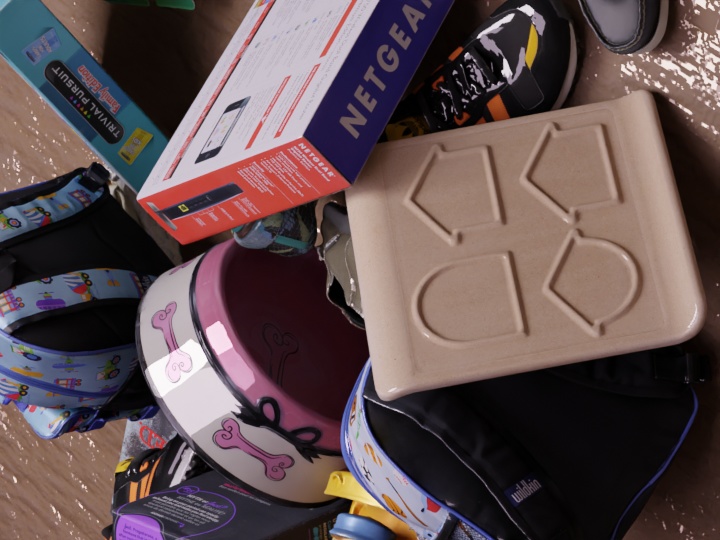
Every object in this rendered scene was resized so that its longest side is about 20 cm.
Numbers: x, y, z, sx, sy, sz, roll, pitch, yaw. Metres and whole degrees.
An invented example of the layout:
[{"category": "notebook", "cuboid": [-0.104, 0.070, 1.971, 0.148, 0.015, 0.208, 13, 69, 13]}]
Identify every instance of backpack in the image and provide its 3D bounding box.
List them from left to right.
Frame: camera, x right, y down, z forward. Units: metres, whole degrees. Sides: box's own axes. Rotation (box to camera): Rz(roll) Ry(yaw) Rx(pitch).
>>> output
[{"category": "backpack", "cuboid": [-0.226, 0.029, 1.760, 0.183, 0.200, 0.135, 46, 122, 21]}, {"category": "backpack", "cuboid": [0.088, 0.097, 1.547, 0.190, 0.200, 0.154, 38, 152, -2]}]

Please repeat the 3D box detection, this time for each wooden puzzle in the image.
[{"category": "wooden puzzle", "cuboid": [0.097, -0.011, 1.500, 0.046, 0.199, 0.186, 69, -171, -52]}]

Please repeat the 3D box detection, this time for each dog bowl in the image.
[{"category": "dog bowl", "cuboid": [-0.053, 0.059, 1.706, 0.074, 0.200, 0.200, -42, 72, 33]}]

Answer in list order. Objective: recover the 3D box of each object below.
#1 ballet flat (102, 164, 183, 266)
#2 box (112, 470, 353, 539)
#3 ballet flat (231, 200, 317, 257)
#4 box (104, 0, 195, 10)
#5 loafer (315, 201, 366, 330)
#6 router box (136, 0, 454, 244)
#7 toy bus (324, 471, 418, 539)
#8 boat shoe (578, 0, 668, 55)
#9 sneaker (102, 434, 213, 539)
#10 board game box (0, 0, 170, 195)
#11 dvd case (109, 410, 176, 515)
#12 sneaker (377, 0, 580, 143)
[{"category": "ballet flat", "cuboid": [-0.167, 0.008, 1.879, 0.072, 0.072, 0.201, -13, 87, 48]}, {"category": "box", "cuboid": [-0.062, 0.201, 1.752, 0.122, 0.200, 0.106, 16, 115, 43]}, {"category": "ballet flat", "cuboid": [-0.064, -0.076, 1.736, 0.200, 0.074, 0.074, -98, 24, -49]}, {"category": "box", "cuboid": [-0.154, -0.291, 1.791, 0.117, 0.048, 0.201, 11, 110, 43]}, {"category": "loafer", "cuboid": [0.000, 0.000, 1.645, 0.075, 0.200, 0.070, 25, 89, -5]}, {"category": "router box", "cuboid": [-0.038, -0.121, 1.618, 0.049, 0.200, 0.179, 44, 145, -24]}, {"category": "toy bus", "cuboid": [0.033, 0.180, 1.655, 0.135, 0.200, 0.193, 14, 106, 43]}, {"category": "boat shoe", "cuboid": [0.127, -0.222, 1.499, 0.072, 0.068, 0.201, -16, 94, 47]}, {"category": "sneaker", "cuboid": [-0.152, 0.162, 1.890, 0.090, 0.070, 0.200, 41, 132, 25]}, {"category": "board game box", "cuboid": [-0.230, -0.157, 1.804, 0.200, 0.047, 0.151, 48, 177, -42]}, {"category": "dvd case", "cuboid": [-0.130, 0.149, 1.941, 0.146, 0.022, 0.201, 37, 129, 32]}, {"category": "sneaker", "cuboid": [0.063, -0.100, 1.592, 0.070, 0.090, 0.200, 55, 136, 17]}]
